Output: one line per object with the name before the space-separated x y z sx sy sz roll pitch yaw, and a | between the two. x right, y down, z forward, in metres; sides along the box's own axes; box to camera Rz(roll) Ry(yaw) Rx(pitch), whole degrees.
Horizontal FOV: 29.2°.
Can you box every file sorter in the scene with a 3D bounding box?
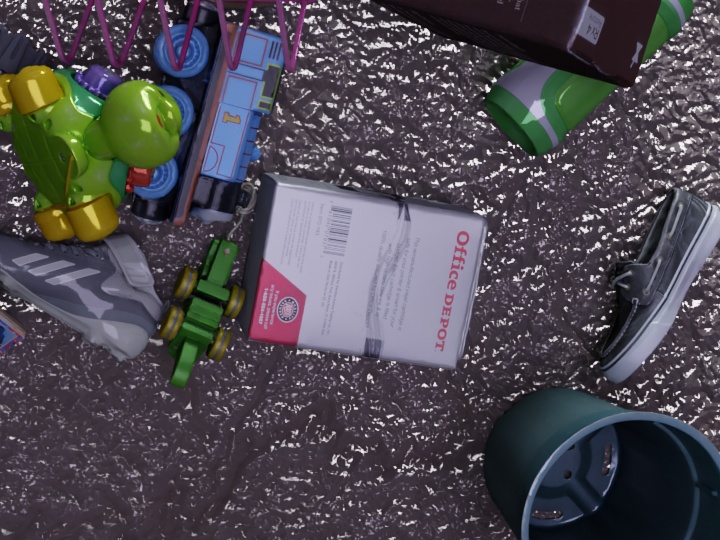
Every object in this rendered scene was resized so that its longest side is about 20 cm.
file sorter | -0.145 -0.240 1.099 0.199 0.126 0.139 2 139 6

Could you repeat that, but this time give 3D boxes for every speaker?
speaker | 0.211 -0.199 1.279 0.200 0.088 0.088 -43 105 -3

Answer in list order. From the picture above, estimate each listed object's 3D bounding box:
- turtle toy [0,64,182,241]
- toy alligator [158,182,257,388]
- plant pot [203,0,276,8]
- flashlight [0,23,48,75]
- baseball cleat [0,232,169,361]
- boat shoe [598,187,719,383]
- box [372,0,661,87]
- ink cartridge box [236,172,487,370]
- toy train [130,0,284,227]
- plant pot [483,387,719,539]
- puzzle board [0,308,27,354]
turtle toy | -0.214 -0.105 1.102 0.101 0.200 0.146 -31 108 -29
toy alligator | -0.138 0.016 1.254 0.059 0.054 0.200 23 69 -16
plant pot | -0.108 -0.327 1.159 0.200 0.093 0.201 5 140 4
flashlight | -0.326 -0.104 1.162 0.068 0.068 0.200 25 72 0
baseball cleat | -0.263 -0.005 1.225 0.200 0.070 0.107 36 74 -18
boat shoe | 0.276 0.012 1.345 0.071 0.072 0.200 32 81 -7
box | 0.142 -0.269 1.167 0.200 0.166 0.165 20 95 27
ink cartridge box | 0.000 0.000 1.266 0.200 0.083 0.146 9 98 -15
toy train | -0.137 -0.131 1.209 0.114 0.087 0.200 14 96 -12
plant pot | 0.212 0.203 1.289 0.200 0.196 0.201 -2 100 -13
puzzle board | -0.386 0.013 1.156 0.200 0.151 0.017 42 54 -15
